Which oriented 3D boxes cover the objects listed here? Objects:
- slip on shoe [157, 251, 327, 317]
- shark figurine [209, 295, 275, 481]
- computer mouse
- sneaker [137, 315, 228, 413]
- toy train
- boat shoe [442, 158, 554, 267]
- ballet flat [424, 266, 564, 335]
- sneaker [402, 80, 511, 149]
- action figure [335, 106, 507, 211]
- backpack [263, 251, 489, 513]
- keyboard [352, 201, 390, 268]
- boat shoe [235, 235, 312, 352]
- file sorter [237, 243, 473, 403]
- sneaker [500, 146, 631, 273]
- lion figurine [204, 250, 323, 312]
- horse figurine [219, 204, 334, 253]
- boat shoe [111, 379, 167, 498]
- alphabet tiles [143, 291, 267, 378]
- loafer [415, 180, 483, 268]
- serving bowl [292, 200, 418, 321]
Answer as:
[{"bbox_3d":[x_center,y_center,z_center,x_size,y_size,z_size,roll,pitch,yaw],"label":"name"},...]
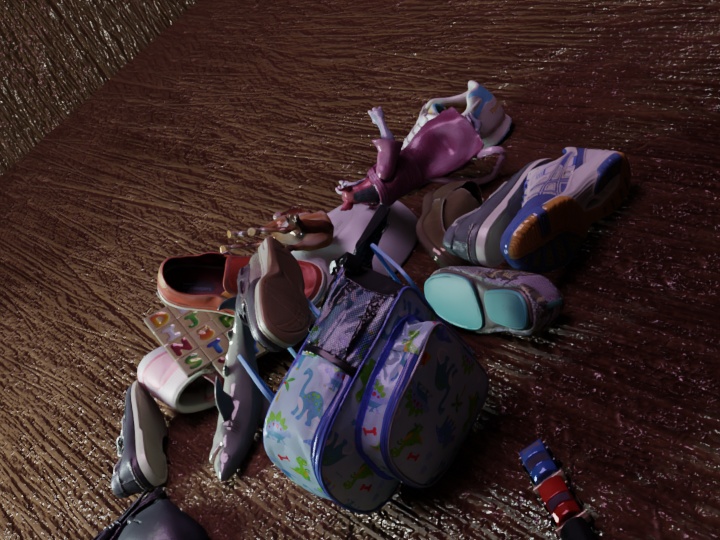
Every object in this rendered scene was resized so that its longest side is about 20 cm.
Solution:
[{"bbox_3d":[-0.135,0.014,1.745,0.197,0.061,0.075,3,69,7],"label":"slip on shoe"},{"bbox_3d":[-0.118,0.123,1.740,0.088,0.218,0.128,6,0,2],"label":"shark figurine"},{"bbox_3d":[-0.235,0.287,1.667,0.139,0.053,0.199,-47,24,-22],"label":"computer mouse"},{"bbox_3d":[-0.168,0.104,1.897,0.199,0.076,0.104,-34,39,-17],"label":"sneaker"},{"bbox_3d":[0.164,0.192,1.260,0.034,0.046,0.200,-35,23,5],"label":"toy train"},{"bbox_3d":[0.155,-0.068,1.680,0.061,0.074,0.200,6,32,32],"label":"boat shoe"},{"bbox_3d":[0.142,0.029,1.592,0.072,0.072,0.200,-45,24,-18],"label":"ballet flat"},{"bbox_3d":[0.094,-0.172,1.998,0.199,0.081,0.077,-30,26,23],"label":"sneaker"},{"bbox_3d":[0.055,-0.113,1.872,0.199,0.149,0.135,-34,-24,-28],"label":"action figure"},{"bbox_3d":[0.014,0.122,1.441,0.146,0.183,0.201,24,76,37],"label":"backpack"},{"bbox_3d":[0.000,0.000,1.755,0.128,0.020,0.201,-60,-5,-43],"label":"keyboard"},{"bbox_3d":[-0.096,0.035,1.604,0.065,0.072,0.201,-44,23,17],"label":"boat shoe"},{"bbox_3d":[-0.011,0.087,1.619,0.199,0.123,0.139,-39,23,-4],"label":"file sorter"},{"bbox_3d":[0.197,-0.064,1.617,0.087,0.076,0.199,18,40,39],"label":"sneaker"},{"bbox_3d":[-0.114,0.028,1.834,0.198,0.123,0.073,19,74,14],"label":"lion figurine"},{"bbox_3d":[-0.085,-0.047,1.869,0.131,0.051,0.199,-12,5,-25],"label":"horse figurine"},{"bbox_3d":[-0.274,0.201,1.862,0.062,0.073,0.201,-31,28,7],"label":"boat shoe"},{"bbox_3d":[-0.168,0.052,1.890,0.165,0.006,0.200,-30,41,-14],"label":"alphabet tiles"},{"bbox_3d":[0.108,-0.054,1.763,0.067,0.076,0.201,-37,22,17],"label":"loafer"},{"bbox_3d":[-0.024,-0.028,1.925,0.199,0.066,0.201,-32,23,15],"label":"serving bowl"}]
